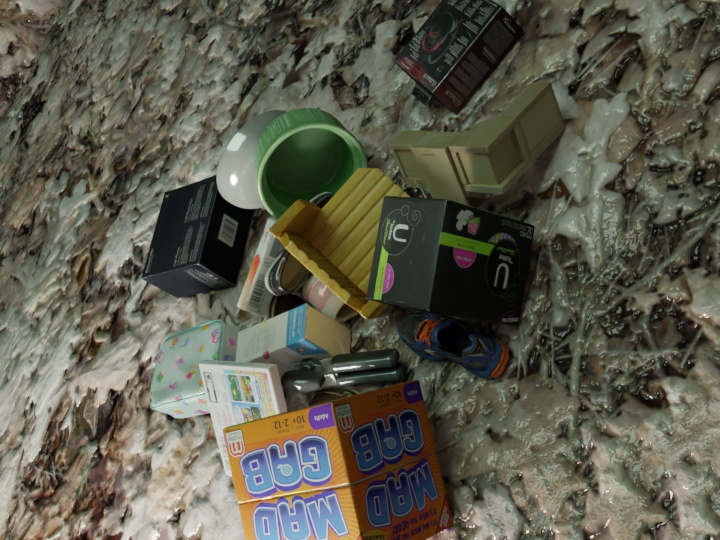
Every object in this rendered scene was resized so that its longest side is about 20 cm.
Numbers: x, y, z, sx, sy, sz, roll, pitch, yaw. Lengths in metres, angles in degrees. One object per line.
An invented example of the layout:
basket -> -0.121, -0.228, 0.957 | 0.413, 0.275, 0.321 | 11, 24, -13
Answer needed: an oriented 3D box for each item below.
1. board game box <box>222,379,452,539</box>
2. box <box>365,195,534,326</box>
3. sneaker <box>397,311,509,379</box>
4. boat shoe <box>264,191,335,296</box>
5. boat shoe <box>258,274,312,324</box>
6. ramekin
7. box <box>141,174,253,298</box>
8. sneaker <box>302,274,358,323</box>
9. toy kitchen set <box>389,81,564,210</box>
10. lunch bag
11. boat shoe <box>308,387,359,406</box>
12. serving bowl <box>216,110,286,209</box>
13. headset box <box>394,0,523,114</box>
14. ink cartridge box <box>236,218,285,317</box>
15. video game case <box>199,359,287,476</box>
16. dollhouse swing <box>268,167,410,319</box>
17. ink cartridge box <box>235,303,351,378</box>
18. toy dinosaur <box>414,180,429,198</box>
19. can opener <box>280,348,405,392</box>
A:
board game box -> -0.029, 0.275, 1.264 | 0.198, 0.199, 0.203 | -19, 82, 36
box -> 0.127, -0.012, 1.313 | 0.123, 0.198, 0.151 | 8, 89, 46
sneaker -> 0.123, 0.094, 1.368 | 0.198, 0.078, 0.076 | 12, 74, 47
boat shoe -> -0.087, -0.045, 1.578 | 0.201, 0.074, 0.060 | -54, 19, -16
boat shoe -> -0.113, 0.031, 1.635 | 0.203, 0.074, 0.068 | -70, 20, 1
ramekin -> -0.093, -0.185, 1.669 | 0.200, 0.199, 0.098 | -45, 34, 13
box -> -0.320, -0.066, 1.885 | 0.180, 0.104, 0.203 | -10, 59, 39
sneaker -> 0.000, 0.000, 1.557 | 0.201, 0.075, 0.105 | -49, 53, 3
toy kitchen set -> 0.190, -0.169, 1.461 | 0.198, 0.165, 0.180 | 10, 46, 47
lunch bag -> -0.293, 0.177, 1.730 | 0.198, 0.077, 0.163 | -18, 53, 36
boat shoe -> -0.020, 0.215, 1.437 | 0.201, 0.075, 0.076 | 11, 74, 47
serving bowl -> -0.171, -0.193, 1.763 | 0.066, 0.200, 0.201 | 40, 97, 27
headset box -> 0.158, -0.375, 1.623 | 0.201, 0.075, 0.149 | -50, 41, 9
ink cartridge box -> -0.180, -0.012, 1.684 | 0.165, 0.050, 0.200 | -71, 19, -2
video game case -> -0.177, 0.244, 1.524 | 0.180, 0.024, 0.203 | -2, 104, 44
dollhouse swing -> 0.004, -0.058, 1.455 | 0.200, 0.182, 0.176 | 42, 96, 8
ink cartridge box -> -0.126, 0.134, 1.561 | 0.198, 0.115, 0.069 | -23, 50, 33
toy dinosaur -> 0.112, -0.032, 1.436 | 0.058, 0.101, 0.203 | -6, 65, 37
can opener -> -0.027, 0.162, 1.466 | 0.197, 0.053, 0.067 | -11, 29, 25
